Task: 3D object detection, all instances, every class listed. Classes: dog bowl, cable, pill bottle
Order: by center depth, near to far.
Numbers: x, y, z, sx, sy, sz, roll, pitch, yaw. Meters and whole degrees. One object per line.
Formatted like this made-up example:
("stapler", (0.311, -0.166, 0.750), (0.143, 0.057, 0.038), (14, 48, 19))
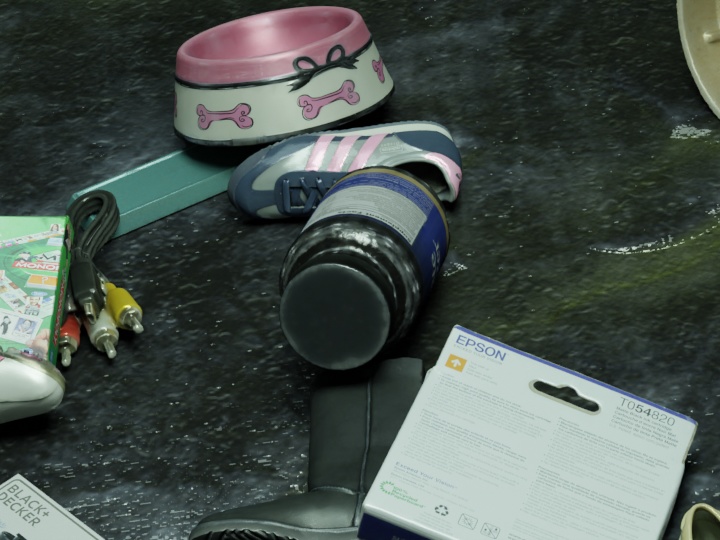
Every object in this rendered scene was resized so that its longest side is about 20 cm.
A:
("pill bottle", (0.000, 0.000, 1.882), (0.112, 0.112, 0.200), (1, 21, 12))
("cable", (-0.232, 0.010, 2.022), (0.097, 0.050, 0.200), (-22, 32, 5))
("dog bowl", (-0.073, -0.175, 2.152), (0.200, 0.074, 0.200), (-10, 20, 4))

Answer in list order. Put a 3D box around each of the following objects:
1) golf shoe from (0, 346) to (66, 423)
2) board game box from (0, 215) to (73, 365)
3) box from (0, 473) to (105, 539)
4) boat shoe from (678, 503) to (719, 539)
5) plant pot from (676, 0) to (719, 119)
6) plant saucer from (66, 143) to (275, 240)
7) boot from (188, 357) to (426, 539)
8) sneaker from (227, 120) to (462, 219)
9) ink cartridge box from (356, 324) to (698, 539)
("golf shoe", (-0.323, 0.111, 1.885), (0.199, 0.073, 0.092), (-6, 55, 13))
("board game box", (-0.335, 0.019, 1.951), (0.199, 0.029, 0.135), (1, 59, 7))
("box", (-0.280, 0.238, 1.710), (0.200, 0.060, 0.117), (-32, 43, -28))
("boat shoe", (0.254, 0.237, 1.602), (0.073, 0.063, 0.201), (-12, 37, -4))
("plant pot", (0.404, -0.225, 2.095), (0.183, 0.201, 0.200), (-14, 36, -27))
("plant saucer", (-0.156, -0.082, 2.139), (0.200, 0.019, 0.070), (-23, 40, -20))
("boot", (-0.033, 0.142, 1.780), (0.164, 0.066, 0.200), (4, 41, 2))
("sneaker", (-0.011, -0.074, 2.056), (0.199, 0.070, 0.082), (-14, 36, -4))
("ink cartridge box", (0.120, 0.147, 1.723), (0.199, 0.041, 0.200), (22, 44, 8))
